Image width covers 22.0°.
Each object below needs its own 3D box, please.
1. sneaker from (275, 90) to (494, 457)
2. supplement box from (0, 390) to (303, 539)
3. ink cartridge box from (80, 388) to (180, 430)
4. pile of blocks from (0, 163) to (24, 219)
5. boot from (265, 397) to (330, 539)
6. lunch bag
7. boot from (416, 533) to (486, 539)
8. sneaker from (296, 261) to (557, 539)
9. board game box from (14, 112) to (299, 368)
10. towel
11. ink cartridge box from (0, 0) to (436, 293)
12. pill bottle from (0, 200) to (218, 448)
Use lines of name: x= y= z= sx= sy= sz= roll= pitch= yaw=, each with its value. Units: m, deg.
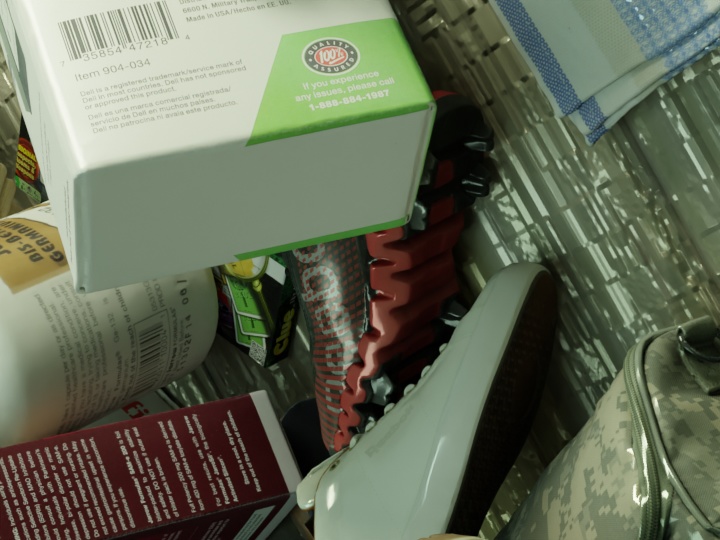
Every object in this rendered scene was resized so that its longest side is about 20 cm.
sneaker: x=0.000 y=0.000 z=0.863 sx=0.098 sy=0.071 sz=0.201 roll=26 pitch=124 yaw=32
supplement box: x=-0.139 y=0.124 z=0.892 sx=0.061 sy=0.200 sz=0.109 roll=66 pitch=147 yaw=21
ink cartridge box: x=-0.168 y=0.152 z=1.002 sx=0.147 sy=0.200 sz=0.083 roll=41 pitch=136 yaw=22
pile of blocks: x=-0.218 y=-0.014 z=1.012 sx=0.082 sy=0.062 sz=0.200 roll=-12 pitch=123 yaw=9
boot: x=-0.007 y=0.173 z=0.951 sx=0.097 sy=0.075 sz=0.200 roll=-46 pitch=59 yaw=55
lunch bag: x=0.134 y=0.138 z=0.767 sx=0.168 sy=0.139 sz=0.200 roll=57 pitch=138 yaw=31
boot: x=0.064 y=0.205 z=0.699 sx=0.107 sy=0.075 sz=0.200 roll=-1 pitch=96 yaw=51
sneaker: x=0.019 y=0.079 z=0.813 sx=0.085 sy=0.200 sz=0.073 roll=19 pitch=166 yaw=27
board game box: x=-0.107 y=-0.042 z=0.979 sx=0.200 sy=0.023 sz=0.105 roll=34 pitch=128 yaw=27
towel: x=0.115 y=-0.156 z=0.715 sx=0.200 sy=0.024 sz=0.147 roll=-37 pitch=81 yaw=44
ink cartridge box: x=-0.073 y=-0.105 z=0.771 sx=0.084 sy=0.145 sz=0.200 roll=100 pitch=153 yaw=-54
pill bottle: x=-0.177 y=0.035 z=0.920 sx=0.114 sy=0.200 sz=0.114 roll=20 pitch=122 yaw=36
